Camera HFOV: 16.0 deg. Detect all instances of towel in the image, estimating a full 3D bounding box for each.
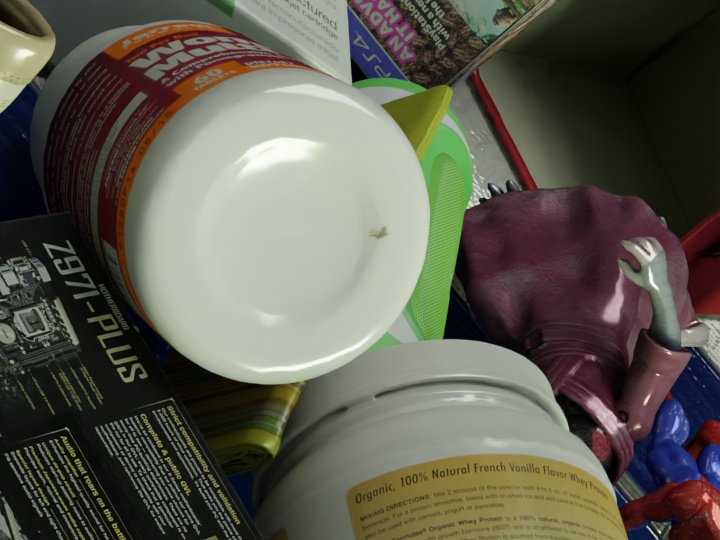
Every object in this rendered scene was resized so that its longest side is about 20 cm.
[{"bbox_3d":[-0.027,0.007,0.995,0.018,0.086,0.200,51,46,-26],"label":"towel"}]

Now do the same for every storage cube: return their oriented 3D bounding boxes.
[{"bbox_3d":[0.193,-0.091,1.365,0.179,0.171,0.201,4,53,-53],"label":"storage cube"}]

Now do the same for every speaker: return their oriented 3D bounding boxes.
[{"bbox_3d":[0.000,0.000,1.091,0.088,0.088,0.200,39,32,-19],"label":"speaker"}]

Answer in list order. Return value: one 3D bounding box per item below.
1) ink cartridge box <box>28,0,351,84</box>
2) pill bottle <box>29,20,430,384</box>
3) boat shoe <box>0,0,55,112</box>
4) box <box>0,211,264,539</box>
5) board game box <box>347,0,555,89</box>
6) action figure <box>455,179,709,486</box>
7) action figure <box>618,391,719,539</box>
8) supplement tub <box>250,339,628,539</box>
[{"bbox_3d":[-0.085,-0.159,1.149,0.146,0.084,0.201,32,35,-30],"label":"ink cartridge box"},{"bbox_3d":[-0.057,-0.034,0.949,0.109,0.110,0.200,36,-1,-24],"label":"pill bottle"},{"bbox_3d":[-0.183,-0.127,0.834,0.200,0.065,0.072,47,22,-5],"label":"boat shoe"},{"bbox_3d":[-0.120,0.092,0.828,0.200,0.086,0.164,58,31,11],"label":"box"},{"bbox_3d":[0.055,-0.203,1.270,0.160,0.200,0.097,52,29,0],"label":"board game box"},{"bbox_3d":[0.090,0.049,1.173,0.201,0.133,0.149,-86,158,-48],"label":"action figure"},{"bbox_3d":[0.135,0.122,1.175,0.065,0.099,0.200,41,9,-10],"label":"action figure"},{"bbox_3d":[0.036,0.140,0.928,0.144,0.144,0.201,22,41,-39],"label":"supplement tub"}]
